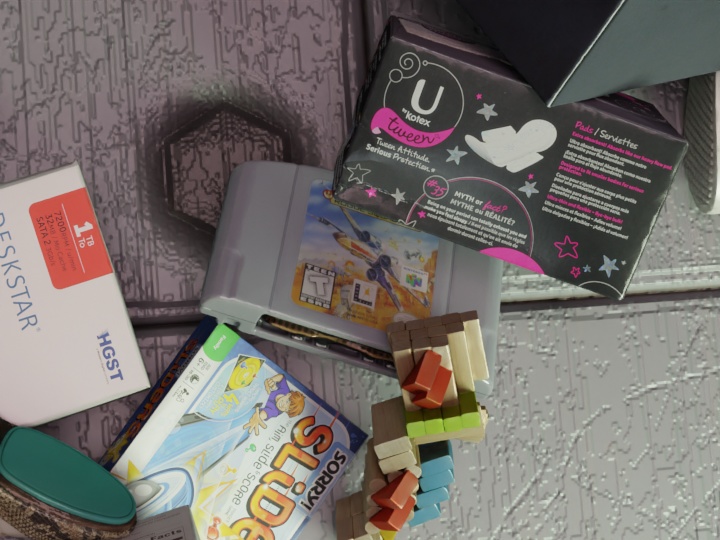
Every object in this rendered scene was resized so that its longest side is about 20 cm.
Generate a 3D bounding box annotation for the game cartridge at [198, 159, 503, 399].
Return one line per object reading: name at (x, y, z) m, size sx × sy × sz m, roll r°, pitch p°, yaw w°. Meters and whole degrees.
game cartridge at (0.000, 0.000, 0.964) m, size 0.200 × 0.042 × 0.133 m, roll 17°, pitch 57°, yaw -12°

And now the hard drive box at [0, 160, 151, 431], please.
hard drive box at (-0.253, 0.035, 0.939) m, size 0.200 × 0.077 × 0.156 m, roll -19°, pitch 88°, yaw -9°

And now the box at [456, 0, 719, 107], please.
box at (0.148, -0.222, 0.924) m, size 0.200 × 0.123 × 0.198 m, roll -16°, pitch 59°, yaw -42°

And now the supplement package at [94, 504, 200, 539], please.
supplement package at (-0.144, 0.271, 0.873) m, size 0.155 × 0.111 × 0.200 m, roll -17°, pitch 112°, yaw -7°

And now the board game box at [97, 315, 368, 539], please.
board game box at (-0.105, 0.149, 0.948) m, size 0.135 × 0.034 × 0.200 m, roll 39°, pitch 80°, yaw -22°

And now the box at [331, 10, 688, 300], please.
box at (0.094, -0.082, 0.955) m, size 0.200 × 0.132 × 0.115 m, roll 20°, pitch 107°, yaw -5°

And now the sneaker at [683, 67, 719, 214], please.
sneaker at (0.279, -0.137, 1.027) m, size 0.082 × 0.074 × 0.201 m, roll 6°, pitch 84°, yaw -4°

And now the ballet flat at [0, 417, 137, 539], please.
ballet flat at (-0.232, 0.116, 0.873) m, size 0.200 × 0.068 × 0.075 m, roll 34°, pitch 114°, yaw -11°

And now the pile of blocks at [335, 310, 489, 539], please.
pile of blocks at (0.038, 0.123, 0.923) m, size 0.082 × 0.062 × 0.200 m, roll 11°, pitch 118°, yaw -8°
